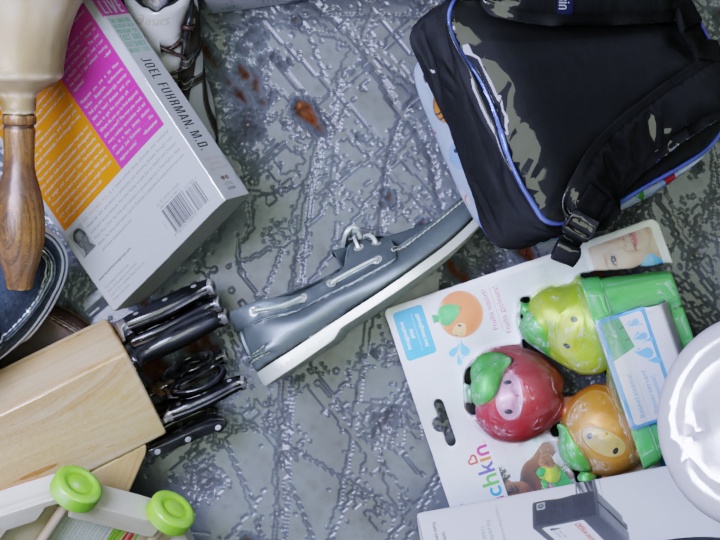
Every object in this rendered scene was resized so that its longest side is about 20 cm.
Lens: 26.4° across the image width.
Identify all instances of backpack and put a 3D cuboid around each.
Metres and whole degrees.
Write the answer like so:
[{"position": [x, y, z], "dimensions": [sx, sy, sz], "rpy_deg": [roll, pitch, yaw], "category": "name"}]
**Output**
[{"position": [0.142, -0.117, 1.016], "dimensions": [0.190, 0.154, 0.201], "rpy_deg": [-22, 92, -21], "category": "backpack"}]

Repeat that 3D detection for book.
[{"position": [-0.172, -0.092, 1.022], "dimensions": [0.134, 0.048, 0.200], "rpy_deg": [-41, 77, 36], "category": "book"}]

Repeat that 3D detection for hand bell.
[{"position": [-0.215, -0.087, 0.961], "dimensions": [0.104, 0.104, 0.201], "rpy_deg": [2, 98, 0], "category": "hand bell"}]

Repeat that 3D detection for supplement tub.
[{"position": [0.285, 0.103, 0.967], "dimensions": [0.132, 0.200, 0.132], "rpy_deg": [-8, 76, 36], "category": "supplement tub"}]

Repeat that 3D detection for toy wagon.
[{"position": [-0.171, 0.205, 1.034], "dimensions": [0.200, 0.040, 0.155], "rpy_deg": [20, 121, -29], "category": "toy wagon"}]

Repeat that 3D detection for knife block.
[{"position": [-0.182, 0.073, 1.025], "dimensions": [0.200, 0.064, 0.176], "rpy_deg": [18, 102, -27], "category": "knife block"}]

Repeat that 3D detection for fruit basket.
[{"position": [0.137, 0.082, 1.048], "dimensions": [0.199, 0.094, 0.186], "rpy_deg": [-18, 88, 2], "category": "fruit basket"}]

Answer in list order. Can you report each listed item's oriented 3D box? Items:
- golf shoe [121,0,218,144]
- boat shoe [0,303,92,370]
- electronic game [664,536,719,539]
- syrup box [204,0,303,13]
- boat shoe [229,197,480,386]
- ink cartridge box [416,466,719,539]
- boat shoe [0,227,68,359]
[{"position": [-0.143, -0.144, 1.052], "dimensions": [0.077, 0.094, 0.201], "rpy_deg": [-9, 90, -4], "category": "golf shoe"}, {"position": [-0.276, 0.040, 1.057], "dimensions": [0.199, 0.070, 0.071], "rpy_deg": [14, 86, -1], "category": "boat shoe"}, {"position": [0.192, 0.243, 0.962], "dimensions": [0.199, 0.042, 0.200], "rpy_deg": [-4, 124, -6], "category": "electronic game"}, {"position": [-0.018, -0.236, 1.063], "dimensions": [0.199, 0.079, 0.082], "rpy_deg": [-8, 89, 0], "category": "syrup box"}, {"position": [0.000, 0.000, 1.058], "dimensions": [0.200, 0.073, 0.062], "rpy_deg": [-36, 85, -4], "category": "boat shoe"}, {"position": [0.147, 0.218, 1.015], "dimensions": [0.199, 0.084, 0.145], "rpy_deg": [-10, 125, -1], "category": "ink cartridge box"}, {"position": [-0.264, 0.046, 0.977], "dimensions": [0.200, 0.091, 0.071], "rpy_deg": [-43, 100, -13], "category": "boat shoe"}]
